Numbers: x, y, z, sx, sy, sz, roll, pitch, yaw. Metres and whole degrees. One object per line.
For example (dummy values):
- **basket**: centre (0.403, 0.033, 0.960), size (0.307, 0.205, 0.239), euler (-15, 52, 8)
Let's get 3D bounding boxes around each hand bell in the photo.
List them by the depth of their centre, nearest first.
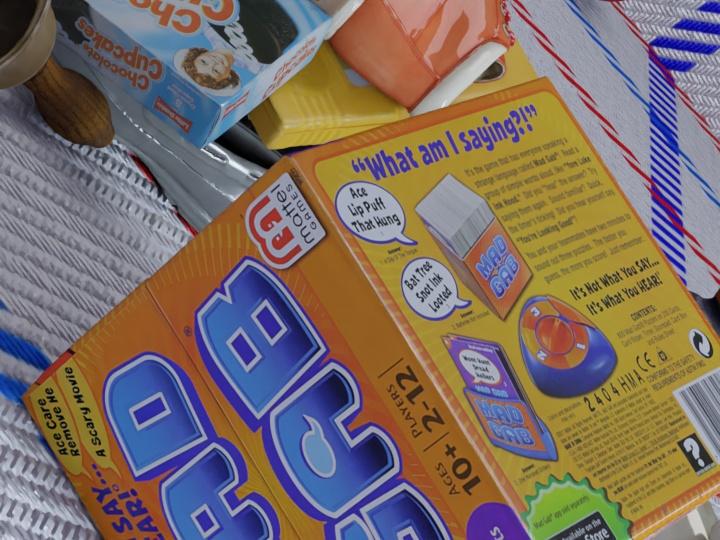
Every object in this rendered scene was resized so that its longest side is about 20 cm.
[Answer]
- **hand bell**: centre (-0.164, -0.104, 1.223), size (0.105, 0.104, 0.200), euler (62, 6, 22)

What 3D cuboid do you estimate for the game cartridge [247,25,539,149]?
- **game cartridge**: centre (-0.006, -0.154, 1.416), size (0.199, 0.032, 0.177), euler (-7, 60, -40)

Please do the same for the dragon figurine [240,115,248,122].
- **dragon figurine**: centre (-0.041, -0.138, 1.581), size (0.059, 0.099, 0.201), euler (44, 17, -34)

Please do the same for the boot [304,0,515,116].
- **boot**: centre (0.054, -0.160, 1.398), size (0.107, 0.075, 0.200), euler (45, 50, -2)

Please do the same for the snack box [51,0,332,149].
- **snack box**: centre (-0.125, -0.158, 1.302), size (0.200, 0.037, 0.116), euler (38, 42, 8)

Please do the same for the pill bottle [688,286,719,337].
- **pill bottle**: centre (0.199, 0.084, 1.650), size (0.106, 0.199, 0.106), euler (48, 17, -21)

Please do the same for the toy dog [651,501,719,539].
- **toy dog**: centre (0.147, 0.171, 1.328), size (0.194, 0.139, 0.201), euler (130, -57, -80)

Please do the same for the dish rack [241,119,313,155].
- **dish rack**: centre (-0.052, -0.143, 1.484), size (0.055, 0.152, 0.201), euler (68, 1, -53)

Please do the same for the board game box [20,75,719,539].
- **board game box**: centre (0.020, 0.066, 1.066), size (0.199, 0.200, 0.201), euler (-20, 75, -51)

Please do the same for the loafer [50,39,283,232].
- **loafer**: centre (-0.107, -0.095, 1.357), size (0.200, 0.070, 0.070), euler (46, 19, -31)
